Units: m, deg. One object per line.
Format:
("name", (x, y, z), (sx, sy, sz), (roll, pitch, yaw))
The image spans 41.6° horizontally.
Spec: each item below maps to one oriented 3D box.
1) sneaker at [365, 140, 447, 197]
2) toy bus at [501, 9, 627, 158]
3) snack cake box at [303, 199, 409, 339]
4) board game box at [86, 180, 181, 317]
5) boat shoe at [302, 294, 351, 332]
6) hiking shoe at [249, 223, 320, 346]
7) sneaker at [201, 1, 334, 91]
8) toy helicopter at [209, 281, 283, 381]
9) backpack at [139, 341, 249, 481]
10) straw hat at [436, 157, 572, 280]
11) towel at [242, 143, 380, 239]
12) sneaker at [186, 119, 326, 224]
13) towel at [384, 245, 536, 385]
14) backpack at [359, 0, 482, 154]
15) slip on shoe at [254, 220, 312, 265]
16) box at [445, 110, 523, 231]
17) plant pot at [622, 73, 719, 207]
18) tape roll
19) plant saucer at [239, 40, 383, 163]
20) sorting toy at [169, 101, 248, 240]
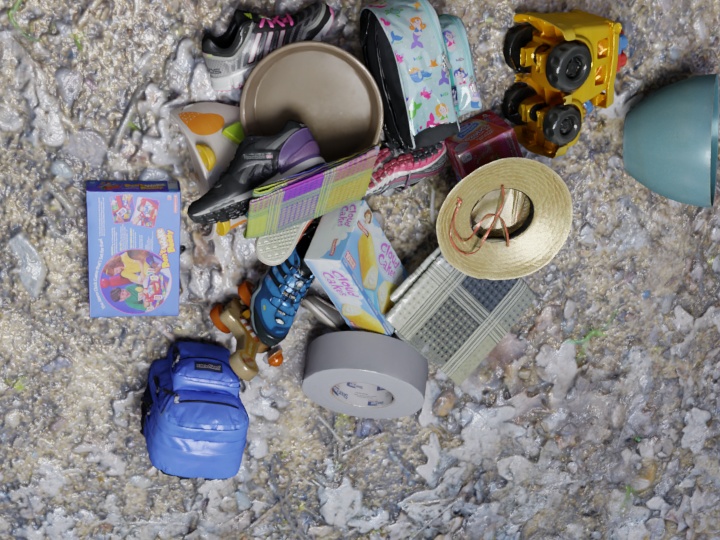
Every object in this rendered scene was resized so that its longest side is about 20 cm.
("sneaker", (0.039, -0.144, 1.433), (0.198, 0.081, 0.075), (-18, 149, 3))
("toy bus", (0.321, -0.289, 1.419), (0.190, 0.136, 0.202), (-16, 122, -25))
("snack cake box", (0.000, 0.000, 1.435), (0.066, 0.116, 0.201), (3, 145, 31))
("board game box", (-0.334, -0.031, 1.402), (0.133, 0.045, 0.202), (0, 115, -15))
("boat shoe", (-0.016, 0.085, 1.538), (0.200, 0.067, 0.057), (43, 80, -33))
("hiking shoe", (-0.106, 0.013, 1.406), (0.074, 0.086, 0.202), (26, 64, -24))
("sneaker", (-0.132, -0.325, 1.298), (0.198, 0.074, 0.088), (-27, 125, 4))
("toy helicopter", (-0.163, 0.113, 1.428), (0.079, 0.200, 0.132), (-38, 108, 13))
("backpack", (-0.255, 0.216, 1.453), (0.160, 0.200, 0.170), (4, 114, -16))
("straw hat", (0.201, -0.088, 1.382), (0.198, 0.085, 0.203), (-2, 116, -5))
("towel", (-0.067, -0.105, 1.294), (0.198, 0.023, 0.144), (-23, 164, -17))
("sneaker", (-0.151, -0.134, 1.287), (0.198, 0.076, 0.088), (-26, 82, -3))
("towel", (0.152, 0.053, 1.462), (0.200, 0.035, 0.192), (-48, 118, -1))
("backpack", (0.075, -0.285, 1.317), (0.149, 0.178, 0.202), (-25, 108, -5))
("slip on shoe", (-0.092, -0.092, 1.389), (0.074, 0.061, 0.201), (33, 76, -4))
("box", (0.208, -0.131, 1.468), (0.095, 0.100, 0.201), (-25, 118, 0))
("plant pot", (0.482, -0.201, 1.476), (0.133, 0.200, 0.202), (3, 120, 23))
("tape roll", (0.008, 0.170, 1.514), (0.197, 0.067, 0.201), (6, 151, 3))
("plant saucer", (-0.066, -0.218, 1.303), (0.197, 0.030, 0.202), (1, 118, 2))
("sorting toy", (-0.157, -0.154, 1.377), (0.179, 0.107, 0.202), (-25, 121, -24))
